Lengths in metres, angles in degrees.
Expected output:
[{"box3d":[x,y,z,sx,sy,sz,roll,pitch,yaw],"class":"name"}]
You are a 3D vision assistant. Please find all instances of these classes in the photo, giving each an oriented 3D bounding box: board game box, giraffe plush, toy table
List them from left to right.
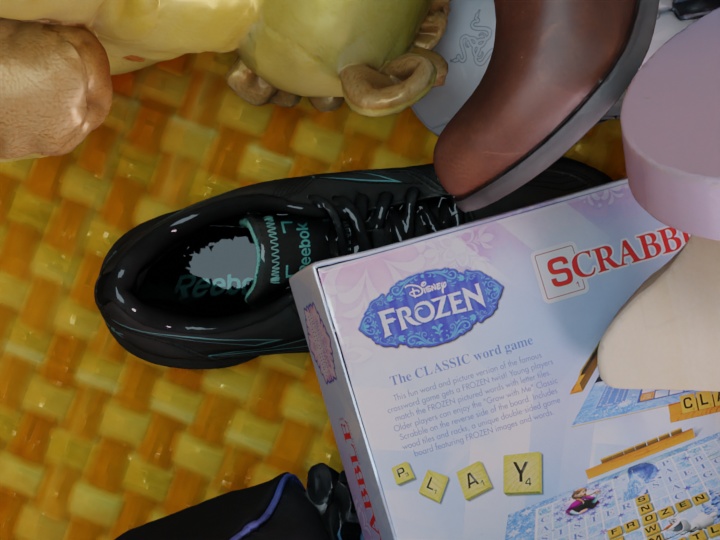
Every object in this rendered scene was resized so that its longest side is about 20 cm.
[{"box3d":[-0.049,-0.107,1.002,0.161,0.200,0.173,3,62,4],"class":"giraffe plush"},{"box3d":[0.097,0.069,0.998,0.199,0.041,0.200,-15,87,-16],"class":"board game box"},{"box3d":[0.155,-0.014,0.909,0.183,0.200,0.118,6,118,35],"class":"toy table"}]

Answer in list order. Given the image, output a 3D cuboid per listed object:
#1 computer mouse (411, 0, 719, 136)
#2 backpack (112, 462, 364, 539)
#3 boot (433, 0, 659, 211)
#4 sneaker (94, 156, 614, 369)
[{"box3d":[0.110,-0.089,1.044,0.199,0.044,0.110,-12,85,6],"class":"computer mouse"},{"box3d":[-0.040,0.188,0.984,0.134,0.183,0.201,-20,96,14],"class":"backpack"},{"box3d":[0.020,-0.142,0.927,0.200,0.069,0.189,33,101,-9],"class":"boot"},{"box3d":[0.000,0.000,1.035,0.199,0.079,0.076,-11,84,4],"class":"sneaker"}]
